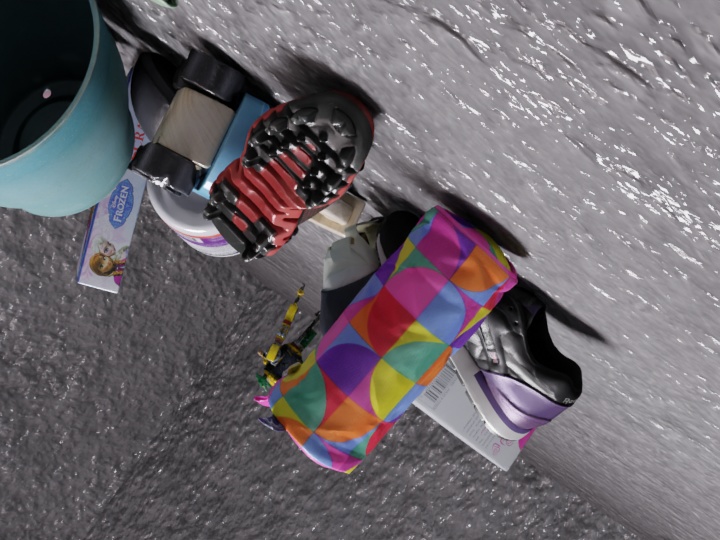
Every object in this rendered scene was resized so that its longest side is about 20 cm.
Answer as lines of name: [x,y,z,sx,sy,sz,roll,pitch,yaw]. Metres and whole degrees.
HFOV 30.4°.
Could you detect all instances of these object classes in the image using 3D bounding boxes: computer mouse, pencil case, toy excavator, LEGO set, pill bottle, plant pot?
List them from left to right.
plant pot: [-0.275,-0.139,1.081,0.199,0.201,0.188,34,171,18]
computer mouse: [-0.138,-0.107,1.162,0.200,0.053,0.139,44,-165,-35]
pill bottle: [-0.148,-0.076,1.364,0.111,0.112,0.200,35,175,7]
toy excavator: [-0.076,-0.078,1.055,0.199,0.101,0.194,28,178,-13]
LEGO set: [0.005,0.057,1.175,0.154,0.200,0.116,48,170,12]
pencil case: [0.017,0.047,0.911,0.088,0.200,0.088,42,-173,-7]

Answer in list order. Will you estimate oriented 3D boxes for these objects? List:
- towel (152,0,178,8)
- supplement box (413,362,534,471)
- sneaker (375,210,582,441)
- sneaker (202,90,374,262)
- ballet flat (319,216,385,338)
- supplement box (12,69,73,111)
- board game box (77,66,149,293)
towel: [-0.217,-0.242,0.850,0.199,0.023,0.152,30,173,39]
supplement box: [0.120,0.141,1.601,0.200,0.102,0.103,40,174,-32]
sneaker: [0.097,0.026,1.015,0.201,0.087,0.076,54,-142,0]
sneaker: [-0.034,-0.077,0.872,0.071,0.098,0.200,47,151,-3]
ballet flat: [0.000,0.000,1.072,0.073,0.073,0.200,35,-158,1]
supplement box: [-0.321,-0.218,1.208,0.200,0.086,0.111,41,-166,-37]
board game box: [-0.230,-0.088,1.275,0.041,0.202,0.199,15,-179,-13]
